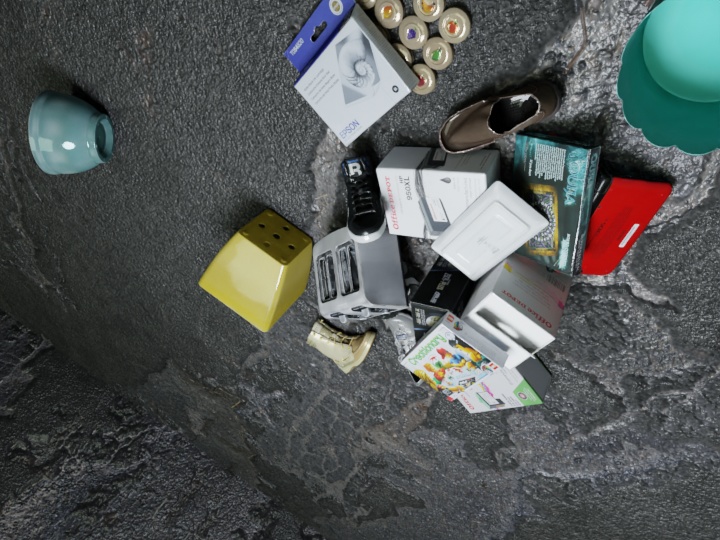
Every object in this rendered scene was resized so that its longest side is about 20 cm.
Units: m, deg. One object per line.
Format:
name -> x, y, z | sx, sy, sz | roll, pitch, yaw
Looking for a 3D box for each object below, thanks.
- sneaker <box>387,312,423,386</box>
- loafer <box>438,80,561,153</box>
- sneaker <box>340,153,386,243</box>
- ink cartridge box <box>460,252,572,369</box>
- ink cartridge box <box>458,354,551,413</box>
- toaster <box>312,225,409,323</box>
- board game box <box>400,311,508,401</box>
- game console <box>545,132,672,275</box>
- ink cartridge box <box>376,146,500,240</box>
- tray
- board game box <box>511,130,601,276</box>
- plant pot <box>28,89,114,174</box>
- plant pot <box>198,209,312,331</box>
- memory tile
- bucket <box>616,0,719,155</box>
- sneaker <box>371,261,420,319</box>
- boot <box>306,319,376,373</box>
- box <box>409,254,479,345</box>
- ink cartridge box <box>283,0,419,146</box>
sneaker -> 0.119, 0.185, 1.228 | 0.074, 0.082, 0.201 | -12, 119, 42
loafer -> 0.197, -0.233, 0.792 | 0.199, 0.071, 0.074 | -18, 96, 40
sneaker -> -0.004, -0.142, 0.938 | 0.072, 0.201, 0.113 | -15, 123, 9
ink cartridge box -> 0.269, 0.061, 0.918 | 0.128, 0.200, 0.125 | 36, 139, 3
ink cartridge box -> 0.287, 0.227, 1.143 | 0.145, 0.084, 0.199 | 49, 138, -13
toaster -> 0.000, 0.000, 1.069 | 0.180, 0.118, 0.202 | -20, 74, 52
board game box -> 0.163, 0.161, 0.945 | 0.126, 0.035, 0.200 | 36, 146, 4
game console -> 0.358, -0.102, 0.846 | 0.171, 0.119, 0.201 | 4, 137, -8
ink cartridge box -> 0.141, -0.134, 0.922 | 0.198, 0.084, 0.145 | 9, 133, 29
tray -> 0.206, -0.054, 0.870 | 0.107, 0.022, 0.200 | 37, 141, -4
board game box -> 0.294, -0.105, 0.811 | 0.135, 0.028, 0.202 | 33, 135, 49
plant pot -> -0.696, -0.332, 1.286 | 0.133, 0.201, 0.201 | 5, 136, -4
plant pot -> -0.223, -0.019, 1.222 | 0.199, 0.200, 0.177 | 35, 127, 3
memory tile -> 0.063, -0.384, 0.805 | 0.200, 0.017, 0.153 | 39, 139, 0
bucket -> 0.408, -0.248, 0.588 | 0.206, 0.135, 0.208 | 20, 137, 21
sneaker -> 0.063, 0.051, 1.157 | 0.073, 0.080, 0.200 | 13, 145, -29
boot -> -0.055, 0.180, 1.357 | 0.155, 0.073, 0.200 | 36, 145, -2
box -> 0.178, 0.095, 1.043 | 0.085, 0.164, 0.201 | 12, 132, 27
ink cartridge box -> -0.030, -0.337, 0.879 | 0.200, 0.041, 0.199 | 47, 144, -12
